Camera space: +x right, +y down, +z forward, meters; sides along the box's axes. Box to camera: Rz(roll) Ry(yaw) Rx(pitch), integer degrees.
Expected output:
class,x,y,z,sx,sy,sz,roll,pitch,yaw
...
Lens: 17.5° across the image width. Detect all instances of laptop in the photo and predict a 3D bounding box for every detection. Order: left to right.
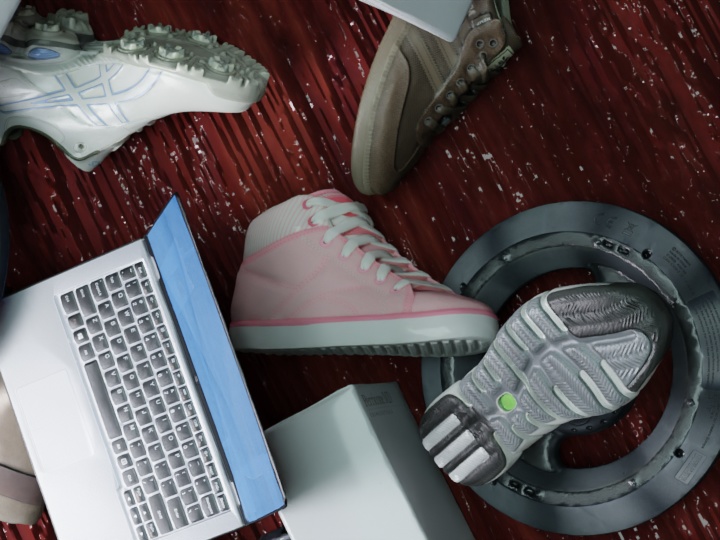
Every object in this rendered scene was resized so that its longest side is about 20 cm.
class,x,y,z,sx,sy,sz,roll,pitch,yaw
laptop,-0.139,0.076,1.377,0.199,0.116,0.188,-22,83,19

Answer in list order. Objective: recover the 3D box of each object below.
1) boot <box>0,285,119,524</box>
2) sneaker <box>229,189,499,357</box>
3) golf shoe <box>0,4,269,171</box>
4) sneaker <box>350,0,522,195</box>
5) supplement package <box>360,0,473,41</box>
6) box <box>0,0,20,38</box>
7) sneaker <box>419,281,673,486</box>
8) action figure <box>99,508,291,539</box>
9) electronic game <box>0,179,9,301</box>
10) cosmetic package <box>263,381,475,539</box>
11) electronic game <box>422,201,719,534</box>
class,x,y,z,sx,sy,sz,roll,pitch,yaw
boot,-0.203,0.091,1.501,0.199,0.070,0.147,13,98,16
sneaker,0.000,0.000,1.416,0.200,0.075,0.105,-1,81,42
golf shoe,-0.152,-0.110,1.496,0.199,0.078,0.098,11,108,20
sneaker,0.056,-0.133,1.431,0.075,0.070,0.201,21,94,14
supplement package,-0.019,-0.233,1.392,0.200,0.117,0.117,28,95,42
box,-0.347,-0.165,1.428,0.199,0.200,0.172,28,89,-30
sneaker,0.121,0.041,1.317,0.075,0.115,0.200,54,136,1
action figure,-0.120,0.186,1.470,0.200,0.069,0.130,-28,90,16
electronic game,-0.295,-0.001,1.501,0.200,0.042,0.201,-12,72,39
cosmetic package,0.019,0.171,1.411,0.081,0.113,0.201,-27,84,13
electronic game,0.131,0.059,1.411,0.199,0.042,0.201,0,90,23
